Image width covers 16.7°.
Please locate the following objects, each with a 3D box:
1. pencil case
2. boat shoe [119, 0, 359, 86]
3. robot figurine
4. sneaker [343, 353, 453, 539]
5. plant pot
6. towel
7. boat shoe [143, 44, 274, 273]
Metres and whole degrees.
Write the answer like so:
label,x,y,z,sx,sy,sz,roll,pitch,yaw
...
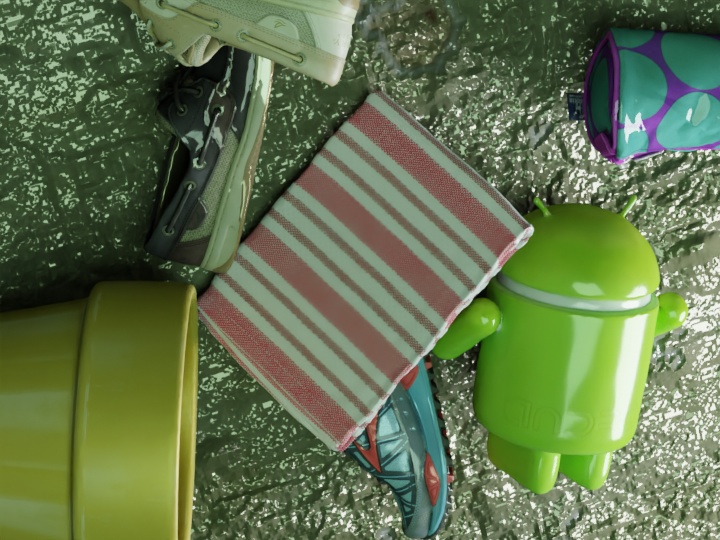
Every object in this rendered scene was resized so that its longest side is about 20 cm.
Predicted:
label,x,y,z,sx,sy,sz,roll,pitch,yaw
pencil case,0.246,-0.111,1.644,0.199,0.085,0.093,2,96,-17
boat shoe,-0.102,-0.157,1.487,0.199,0.072,0.065,13,93,10
robot figurine,0.139,0.046,1.659,0.174,0.116,0.201,-2,109,-26
sneaker,0.007,0.094,1.678,0.095,0.079,0.201,-13,108,0
plant pot,-0.201,0.103,1.555,0.188,0.201,0.202,3,113,0
towel,0.000,0.000,1.608,0.146,0.030,0.200,43,98,16
boat shoe,-0.098,-0.095,1.557,0.064,0.072,0.201,4,112,-16
